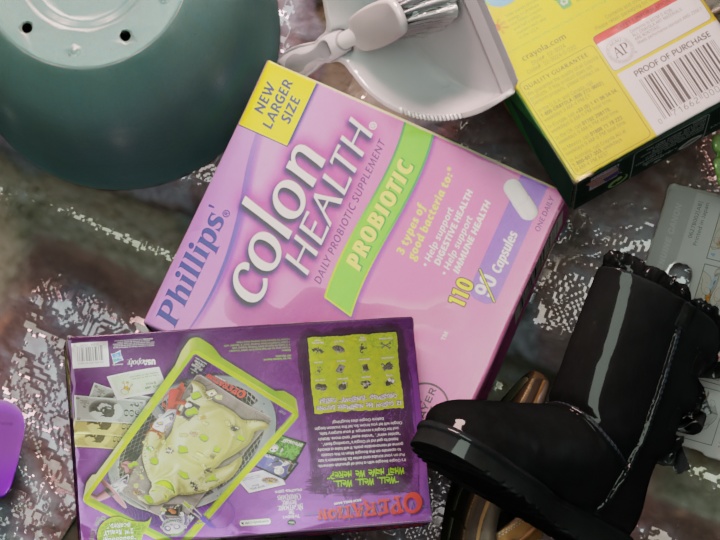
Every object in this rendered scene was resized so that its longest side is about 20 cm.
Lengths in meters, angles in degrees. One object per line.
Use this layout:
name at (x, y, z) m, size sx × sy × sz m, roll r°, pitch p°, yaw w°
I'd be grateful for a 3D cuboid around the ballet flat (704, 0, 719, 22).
ballet flat at (0.195, -0.167, 1.620) m, size 0.200 × 0.067 × 0.068 m, roll -40°, pitch 74°, yaw -4°

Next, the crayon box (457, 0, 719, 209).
crayon box at (0.127, -0.152, 1.552) m, size 0.127 × 0.051 × 0.200 m, roll -28°, pitch 73°, yaw -8°

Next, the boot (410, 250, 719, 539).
boot at (0.125, 0.066, 1.511) m, size 0.073 × 0.198 × 0.163 m, roll 16°, pitch 78°, yaw 46°

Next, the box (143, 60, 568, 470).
box at (0.000, 0.000, 1.589) m, size 0.199 × 0.097 × 0.176 m, roll 25°, pitch 83°, yaw 7°

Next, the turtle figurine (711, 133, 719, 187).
turtle figurine at (0.297, -0.106, 1.548) m, size 0.193 × 0.200 × 0.144 m, roll -7°, pitch 106°, yaw 22°

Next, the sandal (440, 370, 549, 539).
sandal at (0.080, 0.159, 1.570) m, size 0.054 × 0.082 × 0.201 m, roll 18°, pitch 80°, yaw -11°

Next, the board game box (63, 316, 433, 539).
board game box at (-0.063, 0.092, 1.491) m, size 0.199 × 0.032 × 0.120 m, roll -3°, pitch 75°, yaw -11°

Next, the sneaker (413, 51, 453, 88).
sneaker at (0.098, -0.178, 1.634) m, size 0.200 × 0.077 × 0.085 m, roll -44°, pitch 70°, yaw -11°

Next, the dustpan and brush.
dustpan and brush at (0.005, -0.143, 1.576) m, size 0.057 × 0.200 × 0.140 m, roll -26°, pitch 94°, yaw -22°

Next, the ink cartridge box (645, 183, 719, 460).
ink cartridge box at (0.263, 0.048, 1.602) m, size 0.199 × 0.050 × 0.161 m, roll 14°, pitch 81°, yaw 24°

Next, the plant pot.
plant pot at (-0.153, -0.162, 1.591) m, size 0.200 × 0.161 × 0.201 m, roll 0°, pitch 81°, yaw 3°

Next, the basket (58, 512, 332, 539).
basket at (-0.075, 0.197, 1.545) m, size 0.200 × 0.136 × 0.181 m, roll 34°, pitch 97°, yaw 4°

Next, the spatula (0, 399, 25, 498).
spatula at (-0.235, 0.177, 1.608) m, size 0.056 × 0.021 × 0.201 m, roll 0°, pitch 84°, yaw 24°
